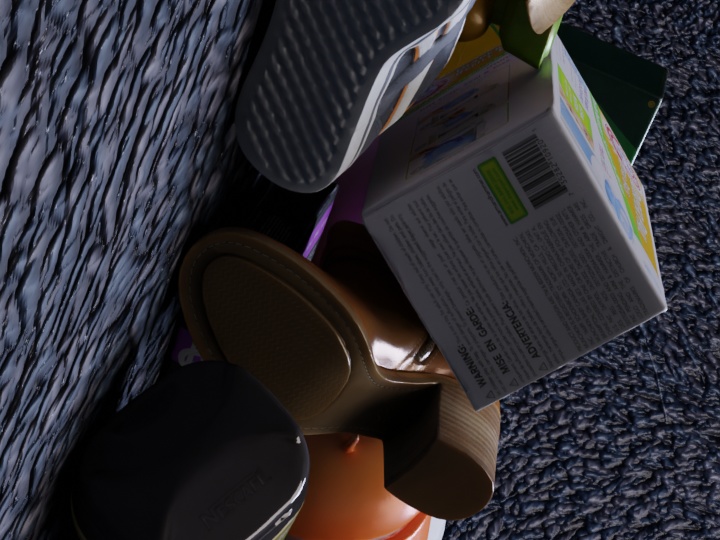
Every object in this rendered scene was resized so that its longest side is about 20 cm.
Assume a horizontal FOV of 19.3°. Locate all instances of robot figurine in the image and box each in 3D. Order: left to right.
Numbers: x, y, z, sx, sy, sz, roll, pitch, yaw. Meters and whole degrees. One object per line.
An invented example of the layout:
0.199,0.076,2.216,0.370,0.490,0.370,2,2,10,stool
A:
-0.019,0.132,1.114,0.144,0.116,0.201,-44,151,-43,robot figurine

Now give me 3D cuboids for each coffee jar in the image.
-0.083,0.124,0.970,0.104,0.085,0.200,-38,164,-27,coffee jar

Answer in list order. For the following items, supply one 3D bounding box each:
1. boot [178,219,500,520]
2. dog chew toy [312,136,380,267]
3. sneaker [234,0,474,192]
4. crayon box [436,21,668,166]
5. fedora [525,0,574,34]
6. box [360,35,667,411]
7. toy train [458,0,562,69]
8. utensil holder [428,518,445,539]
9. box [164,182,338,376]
-0.006,0.014,1.023,0.077,0.199,0.156,-43,-155,26,boot
0.000,0.000,1.223,0.201,0.124,0.125,-58,-179,37,dog chew toy
0.011,-0.121,0.863,0.079,0.078,0.200,-48,176,-42,sneaker
0.068,-0.062,1.286,0.058,0.171,0.201,-64,177,-63,crayon box
0.064,-0.203,0.892,0.200,0.081,0.203,10,90,-76,fedora
0.075,-0.034,1.033,0.101,0.113,0.200,-28,-165,13,box
0.043,-0.125,0.986,0.085,0.115,0.201,104,11,-68,toy train
-0.001,0.112,1.521,0.201,0.169,0.171,106,9,-47,utensil holder
-0.076,0.059,1.120,0.143,0.036,0.201,-59,171,-51,box
